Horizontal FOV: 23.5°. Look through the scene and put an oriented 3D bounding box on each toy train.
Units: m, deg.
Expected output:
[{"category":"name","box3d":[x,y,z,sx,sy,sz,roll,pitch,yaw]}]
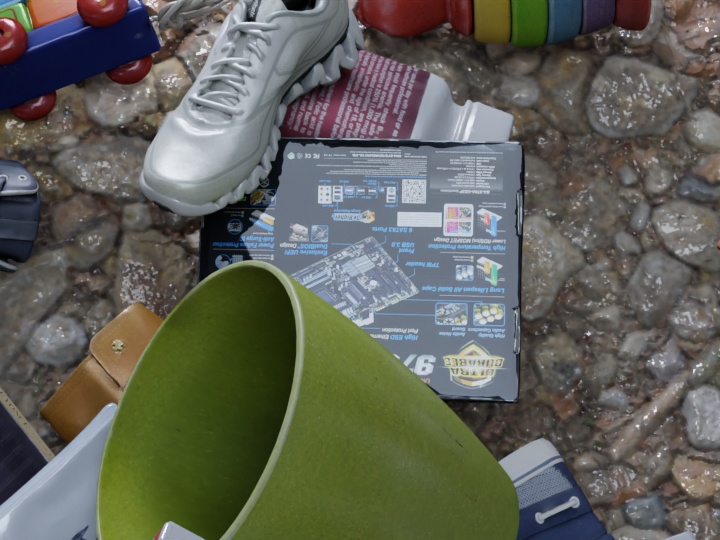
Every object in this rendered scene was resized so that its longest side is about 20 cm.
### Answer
[{"category":"toy train","box3d":[-0.175,-0.193,1.176,0.200,0.085,0.116,-21,62,-3]}]

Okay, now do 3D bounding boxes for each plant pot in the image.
[{"category":"plant pot","box3d":[-0.013,0.119,0.970,0.200,0.187,0.187,27,68,-30]}]

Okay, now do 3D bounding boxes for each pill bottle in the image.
[{"category":"pill bottle","box3d":[-0.008,-0.089,1.149,0.200,0.114,0.114,19,71,0]}]

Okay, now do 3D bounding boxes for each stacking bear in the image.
[{"category":"stacking bear","box3d":[0.094,-0.210,1.208,0.200,0.121,0.114,-7,66,1]}]

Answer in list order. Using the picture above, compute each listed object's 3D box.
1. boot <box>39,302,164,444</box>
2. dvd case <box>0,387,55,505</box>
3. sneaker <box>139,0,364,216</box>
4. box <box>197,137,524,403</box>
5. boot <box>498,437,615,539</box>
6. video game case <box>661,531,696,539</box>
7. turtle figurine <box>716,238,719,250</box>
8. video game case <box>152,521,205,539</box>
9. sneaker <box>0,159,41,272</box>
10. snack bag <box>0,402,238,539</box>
[{"category":"boot","box3d":[-0.093,0.070,1.111,0.201,0.071,0.144,-40,81,-12]},{"category":"dvd case","box3d":[-0.230,0.169,1.055,0.149,0.016,0.200,-43,81,15]},{"category":"sneaker","box3d":[-0.068,-0.115,1.032,0.075,0.081,0.200,22,56,18]},{"category":"box","box3d":[0.000,0.000,1.062,0.200,0.046,0.159,1,83,3]},{"category":"boot","box3d":[0.065,0.191,1.086,0.200,0.073,0.090,-31,72,-15]},{"category":"video game case","box3d":[0.102,0.225,1.046,0.200,0.143,0.018,-17,57,-11]},{"category":"turtle figurine","box3d":[0.333,-0.049,1.200,0.161,0.064,0.200,38,63,-2]},{"category":"video game case","box3d":[-0.083,0.225,0.899,0.143,0.200,0.017,30,35,-9]},{"category":"sneaker","box3d":[-0.267,-0.031,1.067,0.146,0.202,0.077,15,107,-19]},{"category":"snack bag","box3d":[-0.138,0.199,0.993,0.189,0.021,0.200,-42,93,-24]}]
